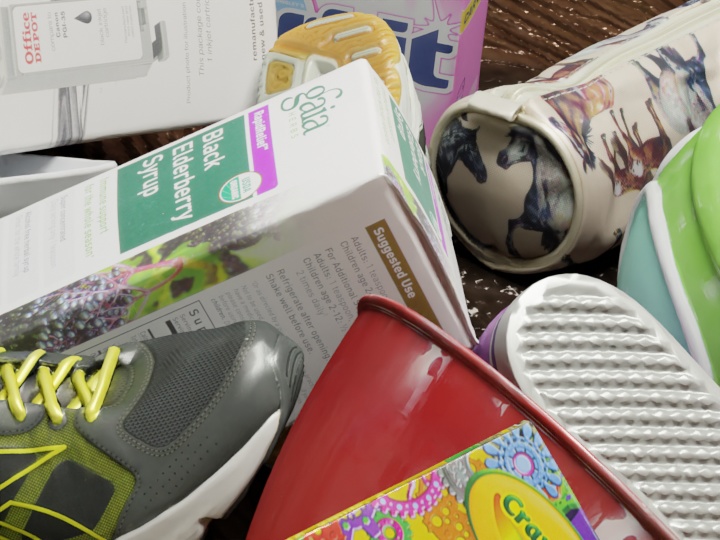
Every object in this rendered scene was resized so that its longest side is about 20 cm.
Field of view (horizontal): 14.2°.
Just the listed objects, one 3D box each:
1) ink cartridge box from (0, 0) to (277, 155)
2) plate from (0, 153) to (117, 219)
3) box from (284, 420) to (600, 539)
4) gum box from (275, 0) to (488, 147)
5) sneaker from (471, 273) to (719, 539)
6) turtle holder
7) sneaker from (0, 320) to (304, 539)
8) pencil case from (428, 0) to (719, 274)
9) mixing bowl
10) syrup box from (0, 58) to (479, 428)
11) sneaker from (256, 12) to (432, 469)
[{"bbox_3d":[-0.151,-0.089,1.113,0.146,0.083,0.199,2,9,43],"label":"ink cartridge box"},{"bbox_3d":[-0.218,-0.017,1.052,0.199,0.033,0.199,-10,10,-34],"label":"plate"},{"bbox_3d":[-0.001,0.174,0.641,0.122,0.193,0.201,-23,79,-38],"label":"box"},{"bbox_3d":[-0.046,-0.129,1.243,0.199,0.114,0.066,12,33,10],"label":"gum box"},{"bbox_3d":[0.108,0.096,0.965,0.073,0.114,0.201,-33,81,-24],"label":"sneaker"},{"bbox_3d":[0.166,0.029,1.021,0.141,0.132,0.186,-19,69,-45],"label":"turtle holder"},{"bbox_3d":[-0.111,0.056,0.894,0.199,0.085,0.075,-25,26,21],"label":"sneaker"},{"bbox_3d":[0.116,-0.066,1.198,0.078,0.090,0.200,15,31,41],"label":"pencil case"},{"bbox_3d":[0.034,0.116,0.845,0.108,0.200,0.200,-44,49,-8],"label":"mixing bowl"},{"bbox_3d":[-0.068,0.014,0.973,0.199,0.082,0.079,-24,33,9],"label":"syrup box"},{"bbox_3d":[0.000,0.000,1.094,0.075,0.088,0.201,-6,52,19],"label":"sneaker"}]
